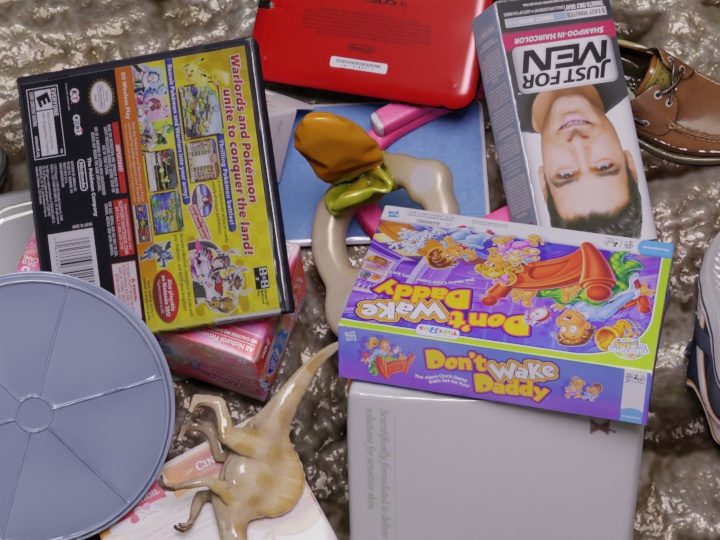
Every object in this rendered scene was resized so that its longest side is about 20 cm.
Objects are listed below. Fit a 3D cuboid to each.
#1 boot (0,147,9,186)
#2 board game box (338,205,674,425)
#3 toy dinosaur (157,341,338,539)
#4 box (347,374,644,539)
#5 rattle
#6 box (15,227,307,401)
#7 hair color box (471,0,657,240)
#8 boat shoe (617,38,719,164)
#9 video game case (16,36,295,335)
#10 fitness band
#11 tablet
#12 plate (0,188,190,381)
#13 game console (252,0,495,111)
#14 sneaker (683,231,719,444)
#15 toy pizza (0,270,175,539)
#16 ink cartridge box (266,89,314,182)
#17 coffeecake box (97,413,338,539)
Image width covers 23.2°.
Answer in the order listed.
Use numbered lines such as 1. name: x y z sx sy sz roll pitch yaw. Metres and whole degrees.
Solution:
1. boot: -0.392 -0.102 1.408 0.198 0.131 0.068 -9 47 -1
2. board game box: 0.097 0.026 1.144 0.198 0.045 0.135 8 38 11
3. toy dinosaur: -0.083 0.130 1.272 0.101 0.058 0.201 23 75 -4
4. box: 0.096 0.110 1.236 0.198 0.200 0.172 2 37 4
5. rattle: 0.000 0.000 1.321 0.129 0.143 0.201 13 83 11
6. box: -0.151 0.012 1.339 0.199 0.095 0.103 19 70 10
7. hair color box: 0.158 -0.111 1.371 0.098 0.061 0.202 -10 86 -16
8. boat shoe: 0.238 -0.143 1.437 0.199 0.068 0.072 16 68 9
9. video game case: -0.149 -0.055 1.270 0.179 0.025 0.202 -9 85 8
10. fitness band: 0.086 -0.088 1.424 0.199 0.037 0.144 -26 68 -8
11. tablet: 0.006 -0.081 1.451 0.198 0.014 0.131 -2 66 1
12. plate: -0.224 0.007 1.414 0.198 0.032 0.201 -14 67 -3
13. game console: 0.026 -0.222 1.478 0.199 0.119 0.174 10 88 17
14. sneaker: 0.290 0.050 1.353 0.078 0.080 0.201 15 43 3
15. toy pizza: -0.231 0.098 1.245 0.199 0.032 0.202 -2 100 -10
16. ink cartridge box: -0.131 -0.109 1.397 0.116 0.200 0.068 22 109 21
17. coffeecake box: -0.087 0.229 1.287 0.153 0.073 0.201 -27 68 -9
